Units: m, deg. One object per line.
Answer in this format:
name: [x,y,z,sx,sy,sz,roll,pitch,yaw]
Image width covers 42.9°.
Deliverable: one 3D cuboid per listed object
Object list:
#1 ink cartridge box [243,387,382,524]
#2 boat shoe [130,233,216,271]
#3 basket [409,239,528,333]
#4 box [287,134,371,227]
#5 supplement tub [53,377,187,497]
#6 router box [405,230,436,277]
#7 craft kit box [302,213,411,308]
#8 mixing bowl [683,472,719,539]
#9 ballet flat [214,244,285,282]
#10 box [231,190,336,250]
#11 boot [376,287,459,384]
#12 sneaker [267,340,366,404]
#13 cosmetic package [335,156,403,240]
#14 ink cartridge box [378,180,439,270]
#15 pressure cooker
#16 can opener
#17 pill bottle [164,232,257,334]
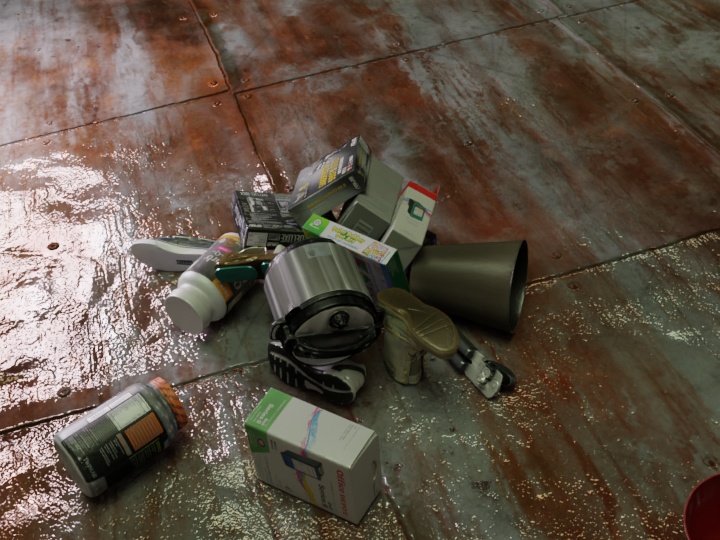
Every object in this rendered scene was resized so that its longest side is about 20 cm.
ink cartridge box: [-0.072,0.291,1.441,0.198,0.146,0.088,17,46,24]
boat shoe: [-0.379,-0.045,1.921,0.198,0.072,0.068,5,44,9]
basket: [0.203,0.020,1.734,0.198,0.136,0.182,5,67,21]
box: [-0.058,-0.182,1.833,0.157,0.049,0.201,-29,22,18]
supplement tub: [-0.394,0.271,1.521,0.199,0.123,0.122,-32,47,-28]
router box: [0.035,-0.053,1.896,0.199,0.053,0.157,27,50,32]
craft kit box: [0.000,0.000,1.727,0.196,0.201,0.049,22,63,28]
mixing bowl: [0.546,0.392,1.280,0.198,0.109,0.201,-3,42,3]
ballet flat: [-0.177,-0.013,1.711,0.198,0.068,0.073,0,49,21]
box: [-0.151,-0.100,1.849,0.198,0.050,0.158,1,32,-21]
boot: [0.101,0.137,1.591,0.072,0.156,0.200,-22,36,-28]
sneaker: [-0.079,0.173,1.648,0.199,0.074,0.080,24,37,23]
cosmetic package: [0.016,-0.128,1.827,0.090,0.107,0.201,31,32,-12]
ink cartridge box: [0.088,-0.088,1.788,0.067,0.117,0.201,27,42,-6]
pressure cooker: [-0.067,0.067,1.571,0.175,0.179,0.201,-34,51,11]
can opener: [0.195,0.156,1.650,0.066,0.053,0.200,7,28,-44]
pill bottle: [-0.285,0.026,1.794,0.115,0.117,0.200,17,46,24]
